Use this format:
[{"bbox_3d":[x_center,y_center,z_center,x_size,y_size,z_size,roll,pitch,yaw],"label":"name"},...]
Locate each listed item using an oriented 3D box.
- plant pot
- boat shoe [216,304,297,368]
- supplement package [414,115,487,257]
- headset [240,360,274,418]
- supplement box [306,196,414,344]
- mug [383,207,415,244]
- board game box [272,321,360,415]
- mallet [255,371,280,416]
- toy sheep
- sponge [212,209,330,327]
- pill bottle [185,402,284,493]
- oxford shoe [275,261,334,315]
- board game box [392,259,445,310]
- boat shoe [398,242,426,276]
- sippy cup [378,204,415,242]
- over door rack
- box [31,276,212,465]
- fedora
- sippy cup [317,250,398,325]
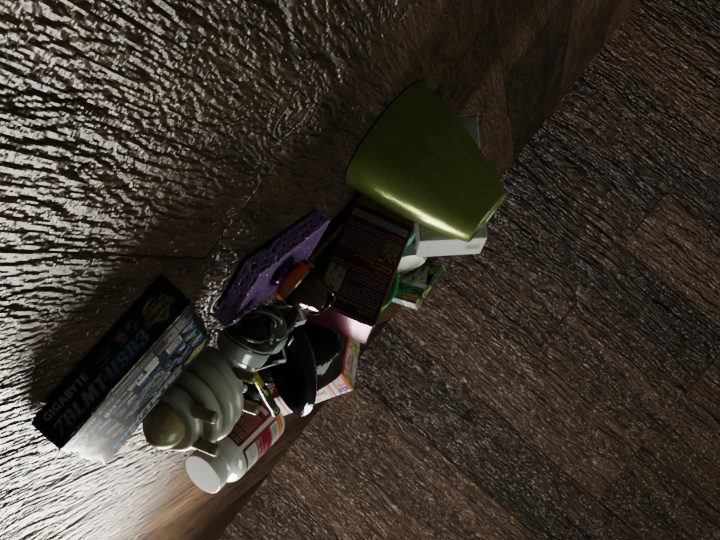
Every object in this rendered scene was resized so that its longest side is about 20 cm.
[{"bbox_3d":[0.111,-0.140,1.392,0.188,0.199,0.187,-49,172,-9],"label":"plant pot"},{"bbox_3d":[-0.137,0.077,1.280,0.072,0.072,0.200,-58,175,9],"label":"boat shoe"},{"bbox_3d":[0.139,-0.135,1.532,0.114,0.108,0.204,89,-2,-79],"label":"supplement package"},{"bbox_3d":[-0.196,0.188,1.689,0.124,0.093,0.201,-55,-174,32],"label":"headset"},{"bbox_3d":[0.000,0.000,1.528,0.086,0.109,0.202,112,1,-64],"label":"supplement box"},{"bbox_3d":[0.108,-0.146,1.660,0.185,0.114,0.153,-41,168,-47],"label":"mug"},{"bbox_3d":[-0.075,0.159,1.733,0.150,0.047,0.201,-23,-149,21],"label":"board game box"},{"bbox_3d":[-0.177,0.195,1.588,0.066,0.041,0.202,-43,142,-28],"label":"mallet"},{"bbox_3d":[-0.206,0.162,1.212,0.200,0.137,0.139,-39,166,-53],"label":"toy sheep"},{"bbox_3d":[-0.120,-0.005,1.317,0.112,0.030,0.200,-56,172,35],"label":"sponge"},{"bbox_3d":[-0.245,0.334,1.835,0.200,0.113,0.113,-42,168,-46],"label":"pill bottle"},{"bbox_3d":[-0.076,0.035,1.364,0.071,0.072,0.200,-48,179,2],"label":"oxford shoe"},{"bbox_3d":[0.058,0.009,1.828,0.105,0.198,0.024,-55,138,-23],"label":"board game box"},{"bbox_3d":[0.041,0.005,1.775,0.198,0.071,0.070,-19,-128,30],"label":"boat shoe"},{"bbox_3d":[0.115,-0.109,1.806,0.140,0.130,0.179,-41,167,-51],"label":"sippy cup"},{"bbox_3d":[-0.170,0.144,1.428,0.198,0.067,0.148,-28,161,-32],"label":"over door rack"},{"bbox_3d":[-0.254,0.118,1.050,0.201,0.050,0.199,-50,173,-13],"label":"box"},{"bbox_3d":[-0.086,0.144,1.578,0.090,0.203,0.201,-13,154,-25],"label":"fedora"},{"bbox_3d":[-0.015,0.025,1.676,0.176,0.141,0.130,-21,172,-22],"label":"sippy cup"}]
